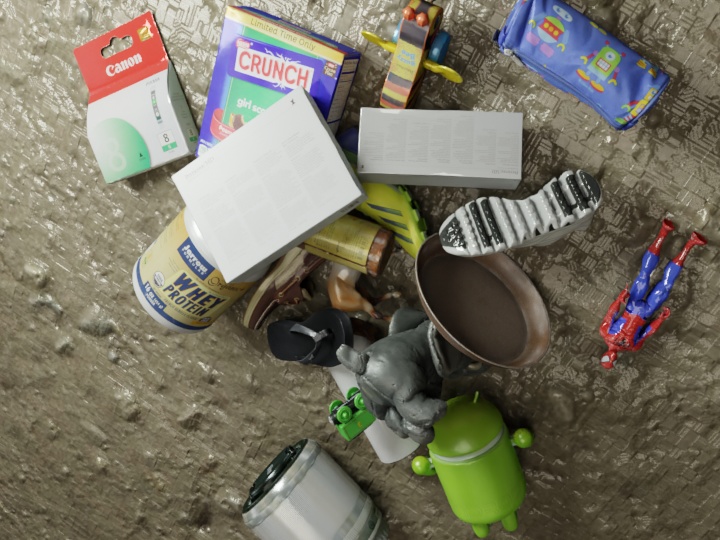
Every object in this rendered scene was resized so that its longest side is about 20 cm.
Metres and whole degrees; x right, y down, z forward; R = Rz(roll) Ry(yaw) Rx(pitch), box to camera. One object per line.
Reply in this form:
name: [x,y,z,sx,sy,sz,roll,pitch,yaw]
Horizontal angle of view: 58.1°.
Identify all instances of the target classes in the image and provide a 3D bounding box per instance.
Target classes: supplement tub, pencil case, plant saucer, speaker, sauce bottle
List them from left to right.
supplement tub: [-0.214,-0.020,0.923,0.199,0.144,0.145,-40,93,26]
sauce bottle: [-0.055,-0.054,0.833,0.197,0.066,0.067,22,114,11]
speaker: [0.016,0.174,0.947,0.080,0.081,0.203,-26,99,24]
plant saucer: [0.147,0.039,0.800,0.199,0.201,0.032,38,133,2]
pencil case: [0.245,-0.237,0.731,0.198,0.078,0.088,36,86,4]

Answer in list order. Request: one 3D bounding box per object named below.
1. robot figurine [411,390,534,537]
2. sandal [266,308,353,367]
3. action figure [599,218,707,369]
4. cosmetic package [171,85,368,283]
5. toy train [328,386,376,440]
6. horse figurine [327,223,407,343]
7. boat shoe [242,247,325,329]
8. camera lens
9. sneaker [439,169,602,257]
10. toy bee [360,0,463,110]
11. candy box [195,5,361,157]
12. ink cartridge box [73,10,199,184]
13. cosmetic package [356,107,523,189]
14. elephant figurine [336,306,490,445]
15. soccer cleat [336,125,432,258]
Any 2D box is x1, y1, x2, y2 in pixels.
robot figurine: [0.162,0.267,0.909,0.172,0.116,0.203,-19,103,15]
sandal: [-0.077,0.101,0.899,0.198,0.042,0.078,-16,88,50]
action figure: [0.352,0.040,0.810,0.064,0.052,0.203,22,116,6]
cosmetic package: [-0.111,-0.101,0.789,0.198,0.052,0.153,-31,85,10]
toy train: [0.043,0.159,0.896,0.198,0.042,0.057,-34,108,-17]
horse figurine: [0.000,0.000,0.882,0.129,0.050,0.205,5,93,-10]
boat shoe: [-0.099,0.021,0.941,0.072,0.072,0.201,38,108,0]
camera lens: [-0.072,0.379,1.002,0.200,0.160,0.160,45,115,-1]
sneaker: [0.196,-0.053,0.796,0.196,0.081,0.077,-15,64,10]
toy bee: [0.060,-0.276,0.765,0.128,0.109,0.205,7,110,18]
candy box: [-0.111,-0.219,0.857,0.166,0.077,0.203,23,113,7]
ink cartridge box: [-0.336,-0.246,0.941,0.158,0.050,0.204,-14,105,22]
cosmetic package: [0.096,-0.148,0.793,0.195,0.051,0.085,4,80,5]
elephant figurine: [0.090,0.106,0.836,0.140,0.200,0.156,29,153,26]
soccer cleat: [0.025,-0.093,0.853,0.083,0.065,0.202,-32,85,12]
